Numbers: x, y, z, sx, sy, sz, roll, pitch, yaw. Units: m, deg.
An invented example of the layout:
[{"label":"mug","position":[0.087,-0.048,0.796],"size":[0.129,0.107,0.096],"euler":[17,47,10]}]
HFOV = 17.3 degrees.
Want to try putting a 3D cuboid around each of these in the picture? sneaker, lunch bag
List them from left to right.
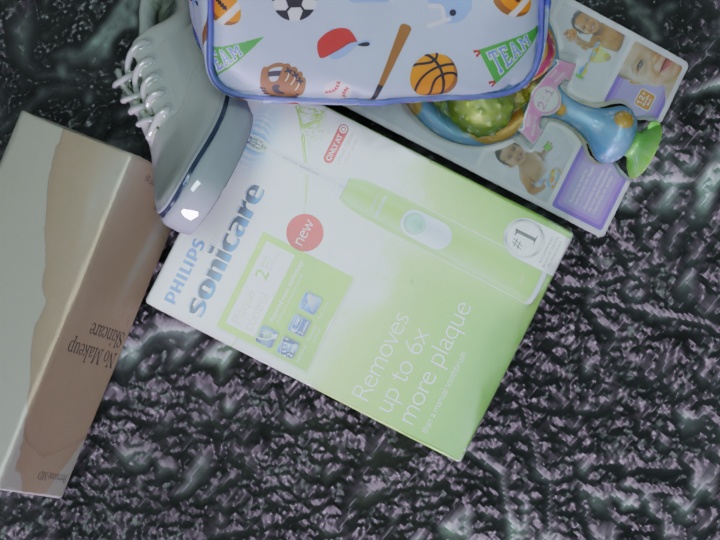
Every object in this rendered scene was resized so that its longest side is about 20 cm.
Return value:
[{"label":"sneaker","position":[-0.104,-0.093,1.310],"size":[0.071,0.200,0.073],"euler":[27,119,-18]},{"label":"lunch bag","position":[0.009,-0.170,1.252],"size":[0.199,0.076,0.161],"euler":[-3,114,-8]}]

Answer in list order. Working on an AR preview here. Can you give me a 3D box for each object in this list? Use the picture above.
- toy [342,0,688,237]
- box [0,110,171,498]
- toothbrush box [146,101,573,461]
[{"label":"toy","position":[0.086,-0.110,1.348],"size":[0.200,0.047,0.115],"euler":[26,92,-18]},{"label":"box","position":[-0.181,0.021,1.343],"size":[0.078,0.095,0.201],"euler":[21,90,19]},{"label":"toothbrush box","position":[0.000,0.000,1.355],"size":[0.200,0.086,0.146],"euler":[28,88,2]}]
